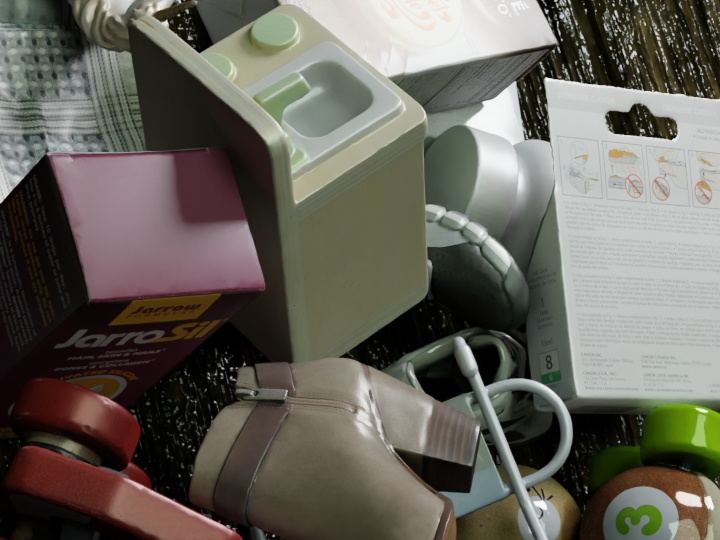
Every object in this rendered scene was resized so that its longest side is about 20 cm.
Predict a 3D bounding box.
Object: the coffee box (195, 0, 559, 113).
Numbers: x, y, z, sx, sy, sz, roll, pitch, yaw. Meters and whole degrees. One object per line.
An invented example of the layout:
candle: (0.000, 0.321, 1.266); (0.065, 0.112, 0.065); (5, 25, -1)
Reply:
coffee box: (0.011, -0.158, 1.483); (0.199, 0.080, 0.115); (-16, 74, -38)

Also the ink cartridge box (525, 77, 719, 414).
ink cartridge box: (0.171, -0.011, 1.466); (0.160, 0.050, 0.201); (3, 74, -36)

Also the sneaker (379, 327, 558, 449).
sneaker: (0.084, 0.069, 1.469); (0.200, 0.088, 0.074); (-16, 73, -41)

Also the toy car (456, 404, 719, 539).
toy car: (0.106, 0.159, 1.402); (0.199, 0.158, 0.165); (16, 64, -13)

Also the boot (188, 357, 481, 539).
boot: (-0.019, 0.125, 1.238); (0.146, 0.070, 0.200); (9, 39, 6)

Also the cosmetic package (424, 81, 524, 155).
cosmetic package: (0.009, -0.148, 1.563); (0.199, 0.052, 0.151); (11, 61, -29)

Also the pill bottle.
pill bottle: (0.136, -0.021, 1.539); (0.199, 0.110, 0.110); (18, 56, -25)

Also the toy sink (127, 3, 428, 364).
toy sink: (-0.040, -0.063, 1.316); (0.112, 0.200, 0.130); (-34, 54, -23)

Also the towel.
towel: (-0.186, -0.081, 1.402); (0.192, 0.035, 0.201); (-2, 66, -35)

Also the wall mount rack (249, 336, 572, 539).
wall mount rack: (0.037, 0.142, 1.335); (0.199, 0.075, 0.174); (-23, 79, 2)

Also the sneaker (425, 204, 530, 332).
sneaker: (0.000, 0.000, 1.437); (0.200, 0.075, 0.115); (34, 54, 31)

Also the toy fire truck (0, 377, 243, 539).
toy fire truck: (-0.111, 0.148, 1.207); (0.167, 0.200, 0.112); (16, 66, 7)

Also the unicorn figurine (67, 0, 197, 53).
unicorn figurine: (-0.164, -0.191, 1.439); (0.199, 0.074, 0.137); (18, 39, 14)

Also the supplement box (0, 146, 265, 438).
supplement box: (-0.152, 0.016, 1.258); (0.110, 0.200, 0.086); (-3, 67, -36)
